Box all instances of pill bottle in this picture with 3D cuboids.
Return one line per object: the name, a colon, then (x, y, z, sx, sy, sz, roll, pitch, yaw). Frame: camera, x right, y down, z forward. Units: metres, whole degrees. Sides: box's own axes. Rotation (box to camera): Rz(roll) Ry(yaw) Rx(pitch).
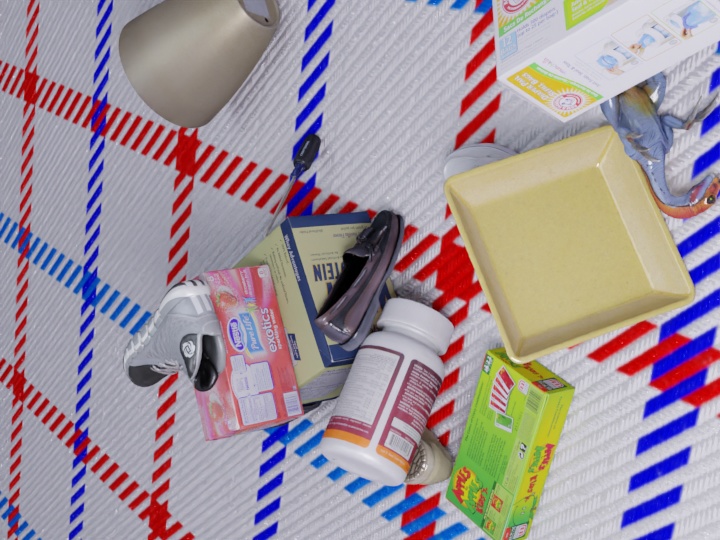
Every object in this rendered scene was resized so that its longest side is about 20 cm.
pill bottle: (0.036, 0.142, 1.318, 0.109, 0.109, 0.201, -3, 57, 52)

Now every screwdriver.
screwdriver: (-0.097, -0.115, 1.479, 0.029, 0.201, 0.028, 31, 139, -2)

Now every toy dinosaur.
toy dinosaur: (0.287, -0.141, 1.085, 0.200, 0.104, 0.183, -138, 36, -83)

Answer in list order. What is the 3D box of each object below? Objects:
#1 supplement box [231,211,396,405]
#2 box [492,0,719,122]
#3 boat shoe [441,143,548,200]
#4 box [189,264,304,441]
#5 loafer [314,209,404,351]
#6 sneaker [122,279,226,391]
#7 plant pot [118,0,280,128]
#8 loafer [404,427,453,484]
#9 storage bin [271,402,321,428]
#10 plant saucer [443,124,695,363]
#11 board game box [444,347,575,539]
supplement box: (-0.064, 0.056, 1.474, 0.200, 0.133, 0.202, -37, 67, 48)
box: (0.223, -0.235, 0.987, 0.199, 0.101, 0.113, -27, 53, 41)
boat shoe: (0.151, -0.101, 1.237, 0.199, 0.065, 0.074, 15, 106, 50)
box: (-0.157, 0.104, 1.409, 0.094, 0.102, 0.202, -26, 76, 50)
loafer: (0.000, 0.000, 1.364, 0.072, 0.063, 0.201, -31, 33, 53)
sneaker: (-0.224, 0.113, 1.358, 0.116, 0.075, 0.200, 59, 135, 25)
plant pot: (-0.215, -0.336, 1.606, 0.199, 0.187, 0.189, -29, 71, 34)
loafer: (0.051, 0.217, 1.402, 0.076, 0.068, 0.200, -57, 31, 6)
storage bin: (-0.151, 0.122, 1.591, 0.094, 0.134, 0.202, -32, 70, 48)
plant saucer: (0.203, -0.024, 1.110, 0.049, 0.198, 0.201, 95, 156, -72)
board game box: (0.168, 0.200, 1.267, 0.101, 0.047, 0.202, 36, 121, 44)
